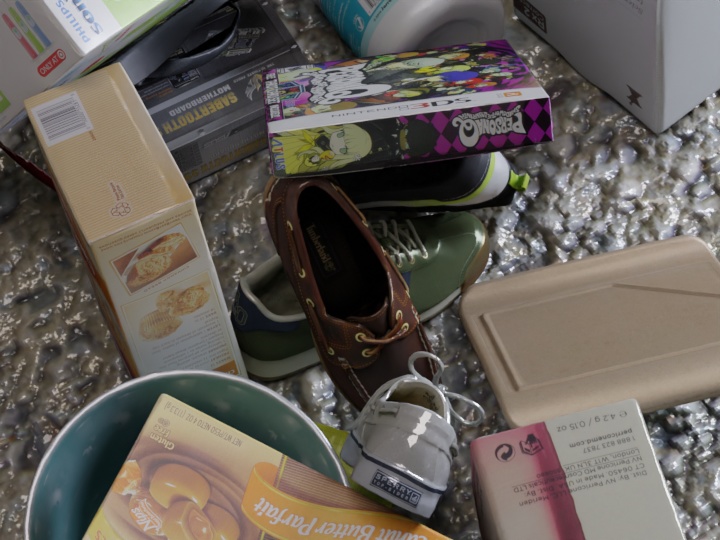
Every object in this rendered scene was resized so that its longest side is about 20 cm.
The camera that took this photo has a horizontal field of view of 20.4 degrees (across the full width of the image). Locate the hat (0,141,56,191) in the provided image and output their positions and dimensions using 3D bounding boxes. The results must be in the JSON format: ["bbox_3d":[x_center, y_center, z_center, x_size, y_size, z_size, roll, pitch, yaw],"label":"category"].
[{"bbox_3d":[-0.285,-0.074,1.475,0.176,0.166,0.200,29,23,-16],"label":"hat"}]

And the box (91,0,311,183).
[{"bbox_3d":[-0.147,-0.141,1.510,0.199,0.048,0.159,-27,59,-11],"label":"box"}]

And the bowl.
[{"bbox_3d":[-0.106,0.172,1.247,0.200,0.105,0.202,2,69,-6],"label":"bowl"}]

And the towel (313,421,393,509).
[{"bbox_3d":[-0.071,0.127,1.342,0.199,0.018,0.086,17,61,17],"label":"towel"}]

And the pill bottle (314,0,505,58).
[{"bbox_3d":[0.015,-0.228,1.512,0.111,0.111,0.200,-27,58,-11],"label":"pill bottle"}]

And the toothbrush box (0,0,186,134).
[{"bbox_3d":[-0.189,-0.189,1.375,0.086,0.145,0.200,53,45,-5],"label":"toothbrush box"}]

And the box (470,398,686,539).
[{"bbox_3d":[0.143,0.201,1.202,0.109,0.128,0.201,-13,56,-2],"label":"box"}]

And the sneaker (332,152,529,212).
[{"bbox_3d":[0.032,-0.066,1.427,0.200,0.083,0.072,10,80,44],"label":"sneaker"}]

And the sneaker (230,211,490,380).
[{"bbox_3d":[0.000,0.000,1.373,0.200,0.090,0.067,-27,56,-12],"label":"sneaker"}]

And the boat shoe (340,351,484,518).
[{"bbox_3d":[0.033,0.094,1.228,0.074,0.202,0.086,27,89,3],"label":"boat shoe"}]

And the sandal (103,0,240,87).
[{"bbox_3d":[-0.143,-0.154,1.458,0.200,0.076,0.043,-41,100,-20],"label":"sandal"}]

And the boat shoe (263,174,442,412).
[{"bbox_3d":[-0.003,0.024,1.304,0.070,0.200,0.070,-34,15,-11],"label":"boat shoe"}]

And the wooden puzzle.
[{"bbox_3d":[0.169,0.045,1.321,0.184,0.037,0.200,-13,24,-2],"label":"wooden puzzle"}]

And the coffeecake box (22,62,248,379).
[{"bbox_3d":[-0.143,-0.008,1.315,0.073,0.200,0.154,-23,46,-9],"label":"coffeecake box"}]

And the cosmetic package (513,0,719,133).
[{"bbox_3d":[0.234,-0.246,1.465,0.200,0.165,0.165,-36,59,-17],"label":"cosmetic package"}]

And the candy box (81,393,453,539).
[{"bbox_3d":[-0.056,0.171,1.169,0.199,0.055,0.116,27,69,2],"label":"candy box"}]

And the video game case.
[{"bbox_3d":[0.025,-0.111,1.341,0.180,0.036,0.200,-7,17,-1],"label":"video game case"}]
